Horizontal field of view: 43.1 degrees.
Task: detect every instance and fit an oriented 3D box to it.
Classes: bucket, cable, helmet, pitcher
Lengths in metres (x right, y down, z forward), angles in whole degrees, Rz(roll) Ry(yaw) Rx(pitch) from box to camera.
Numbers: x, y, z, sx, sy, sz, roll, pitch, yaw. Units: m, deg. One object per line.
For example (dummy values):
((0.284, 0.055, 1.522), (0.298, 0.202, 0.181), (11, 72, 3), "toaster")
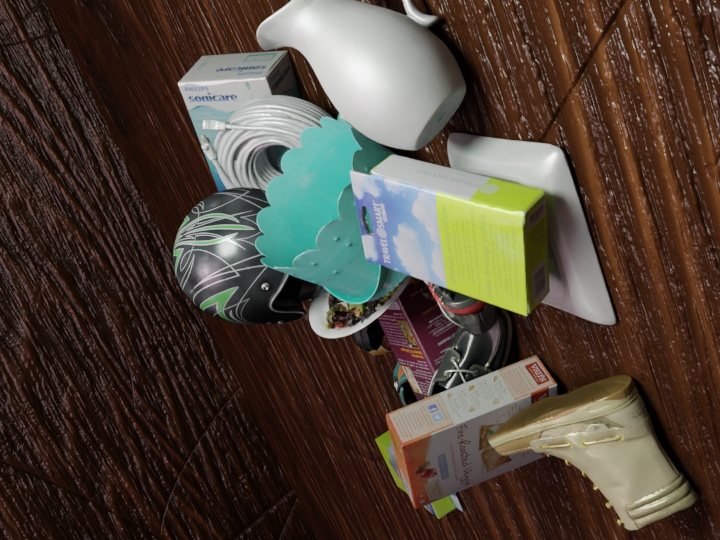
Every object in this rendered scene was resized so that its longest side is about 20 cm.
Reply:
((-0.018, -0.067, 1.081), (0.135, 0.207, 0.207), (25, 179, -29), "bucket")
((-0.106, -0.150, 1.284), (0.200, 0.069, 0.200), (-3, 130, 21), "cable")
((-0.155, -0.020, 1.234), (0.200, 0.200, 0.191), (49, -176, 30), "helmet")
((0.020, -0.234, 0.917), (0.200, 0.172, 0.121), (41, -160, 10), "pitcher")

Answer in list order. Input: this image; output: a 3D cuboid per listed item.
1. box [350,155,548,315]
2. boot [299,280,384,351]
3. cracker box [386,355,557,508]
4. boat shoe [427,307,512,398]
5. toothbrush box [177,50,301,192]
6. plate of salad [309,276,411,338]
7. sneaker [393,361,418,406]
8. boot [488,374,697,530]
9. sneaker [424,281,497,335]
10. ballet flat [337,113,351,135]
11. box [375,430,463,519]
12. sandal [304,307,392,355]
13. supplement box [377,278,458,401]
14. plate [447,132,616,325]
((0.089, -0.040, 0.914), (0.200, 0.048, 0.122), (19, 135, 34), "box")
((-0.053, 0.027, 1.333), (0.073, 0.162, 0.198), (22, -119, -66), "boot")
((0.140, 0.197, 1.107), (0.058, 0.200, 0.134), (-120, 12, -47), "cracker box")
((0.130, 0.129, 1.134), (0.072, 0.068, 0.200), (29, 116, 13), "boat shoe")
((-0.161, -0.215, 1.353), (0.146, 0.085, 0.200), (1, 131, 23), "toothbrush box")
((0.000, 0.000, 1.195), (0.048, 0.200, 0.200), (43, 172, -29), "plate of salad")
((0.082, 0.176, 1.403), (0.071, 0.080, 0.200), (40, 162, -3), "sneaker")
((0.246, 0.209, 0.989), (0.200, 0.073, 0.156), (-30, 93, 43), "boot")
((0.107, 0.004, 1.080), (0.098, 0.071, 0.200), (58, -177, -38), "sneaker")
((0.017, -0.199, 1.062), (0.069, 0.069, 0.200), (54, 158, 16), "ballet flat")
((0.109, 0.387, 1.733), (0.200, 0.048, 0.122), (18, 135, 65), "box")
((0.008, 0.099, 1.390), (0.080, 0.200, 0.054), (116, 167, -80), "sandal")
((0.096, 0.088, 1.244), (0.200, 0.086, 0.110), (63, 161, -10), "supplement box")
((0.165, -0.042, 0.950), (0.200, 0.032, 0.200), (25, 141, 61), "plate")
